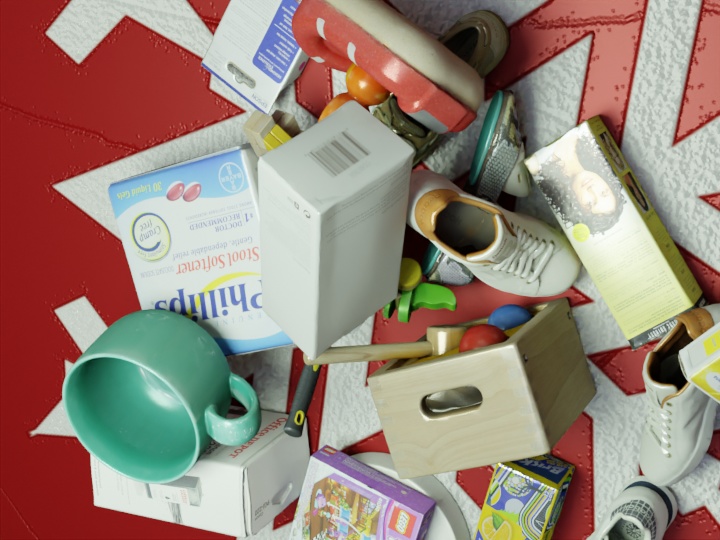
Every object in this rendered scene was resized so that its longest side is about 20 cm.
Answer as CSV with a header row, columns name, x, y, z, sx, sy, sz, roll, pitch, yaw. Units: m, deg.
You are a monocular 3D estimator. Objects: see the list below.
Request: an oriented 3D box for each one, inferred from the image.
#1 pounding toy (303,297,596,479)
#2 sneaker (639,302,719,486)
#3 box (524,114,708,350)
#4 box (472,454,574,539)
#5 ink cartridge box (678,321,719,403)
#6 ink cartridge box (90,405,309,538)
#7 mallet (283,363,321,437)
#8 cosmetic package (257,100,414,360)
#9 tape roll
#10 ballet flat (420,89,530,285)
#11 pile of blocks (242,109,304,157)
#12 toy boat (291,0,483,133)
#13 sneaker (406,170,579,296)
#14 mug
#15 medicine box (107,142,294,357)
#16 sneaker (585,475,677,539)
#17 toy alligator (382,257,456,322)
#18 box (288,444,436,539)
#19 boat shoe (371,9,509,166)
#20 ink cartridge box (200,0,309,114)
name,x,y,z,sx,sy,sz,roll,pitch,yaw
pounding toy,0.086,0.098,1.157,0.197,0.184,0.144,-15,96,29
sneaker,0.274,0.112,1.104,0.073,0.083,0.203,-122,37,-48
box,0.232,-0.035,1.125,0.075,0.050,0.202,-32,88,29
box,0.149,0.279,1.243,0.069,0.064,0.203,22,113,20
ink cartridge box,0.399,0.067,1.011,0.196,0.047,0.200,33,124,-26
ink cartridge box,-0.171,0.207,1.339,0.197,0.145,0.086,7,108,24
mallet,-0.031,0.073,1.221,0.041,0.065,0.203,-28,46,53
cosmetic package,-0.024,-0.031,1.062,0.081,0.112,0.202,42,148,25
tape roll,0.022,0.296,1.328,0.200,0.037,0.207,7,107,25
ballet flat,0.122,-0.072,1.171,0.071,0.072,0.203,30,115,17
pile of blocks,-0.023,-0.094,1.202,0.200,0.062,0.082,44,159,-18
toy boat,0.006,-0.164,1.088,0.132,0.130,0.200,-54,46,9
sneaker,0.124,-0.017,1.104,0.198,0.085,0.074,23,103,-26
mug,-0.191,0.126,1.236,0.184,0.115,0.153,36,126,-1
medicine box,-0.142,-0.020,1.289,0.180,0.103,0.203,-11,98,29
sneaker,0.237,0.294,1.194,0.075,0.080,0.203,24,114,17
toy alligator,0.000,0.000,1.196,0.198,0.055,0.060,31,159,18
box,-0.011,0.303,1.303,0.135,0.039,0.203,24,113,20
boat shoe,0.060,-0.162,1.170,0.073,0.063,0.200,50,119,7
ink cartridge box,-0.078,-0.264,1.230,0.094,0.037,0.201,38,114,12
